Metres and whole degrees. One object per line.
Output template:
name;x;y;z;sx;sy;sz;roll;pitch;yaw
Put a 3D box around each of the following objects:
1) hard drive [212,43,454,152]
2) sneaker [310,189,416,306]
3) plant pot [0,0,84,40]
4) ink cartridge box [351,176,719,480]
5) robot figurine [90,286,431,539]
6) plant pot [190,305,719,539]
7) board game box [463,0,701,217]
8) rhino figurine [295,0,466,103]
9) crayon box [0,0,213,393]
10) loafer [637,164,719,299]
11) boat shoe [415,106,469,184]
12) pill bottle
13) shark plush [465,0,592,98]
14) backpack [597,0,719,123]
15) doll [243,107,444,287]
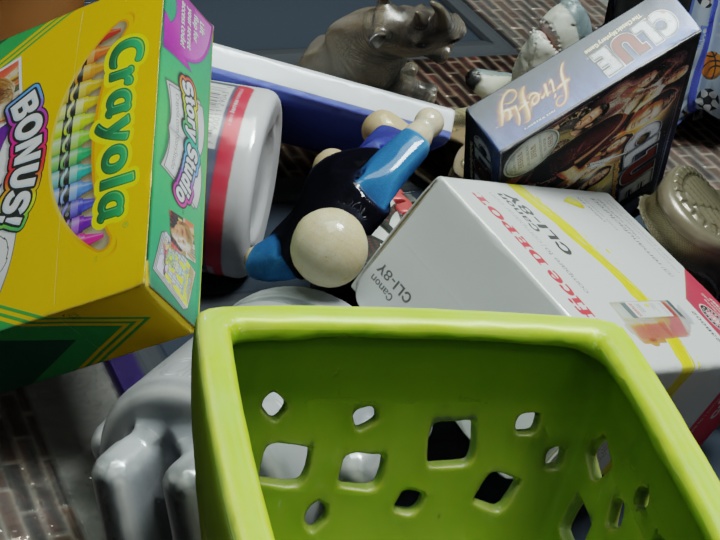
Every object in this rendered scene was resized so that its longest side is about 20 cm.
hard drive;-0.052;-0.111;1.179;0.198;0.026;0.132;14;-10;-17
sneaker;0.000;0.000;1.063;0.097;0.072;0.201;-3;33;-24
plant pot;-0.284;-0.222;1.305;0.197;0.141;0.201;6;29;-3
ink cartridge box;0.111;0.030;0.933;0.145;0.084;0.199;48;24;24
robot figurine;-0.050;0.080;0.868;0.168;0.114;0.200;7;26;26
plant pot;0.029;0.143;0.708;0.197;0.183;0.200;2;30;-13
board game box;0.121;-0.063;1.012;0.135;0.200;0.035;-32;67;-12
rhino figurine;0.014;-0.145;1.183;0.087;0.060;0.200;17;-15;-15
crayon box;-0.166;-0.042;0.943;0.171;0.058;0.202;-18;54;24
loafer;0.209;-0.013;1.094;0.076;0.067;0.200;54;16;19
boat shoe;0.090;-0.055;1.194;0.064;0.072;0.200;-11;24;-23
pill bottle;-0.156;-0.070;1.096;0.198;0.121;0.120;11;29;4
shark plush;0.163;-0.111;1.230;0.091;0.084;0.200;36;-1;44
backpack;0.270;-0.213;1.401;0.153;0.202;0.190;23;25;14
doll;-0.006;-0.041;0.951;0.049;0.136;0.200;50;18;-9
